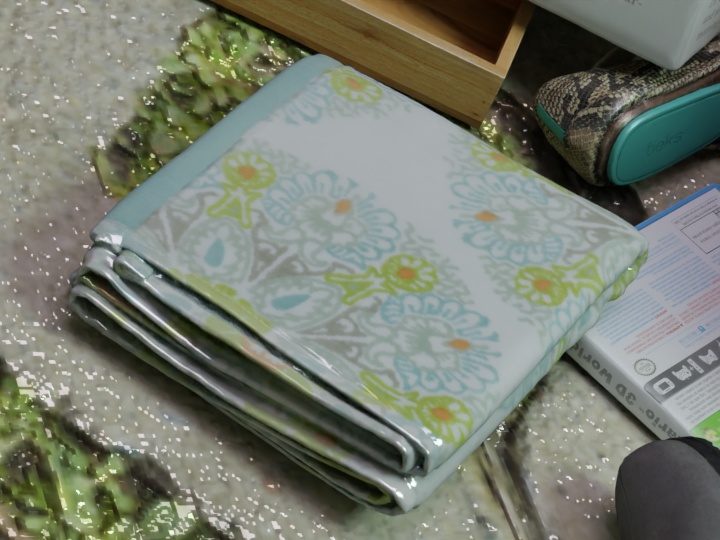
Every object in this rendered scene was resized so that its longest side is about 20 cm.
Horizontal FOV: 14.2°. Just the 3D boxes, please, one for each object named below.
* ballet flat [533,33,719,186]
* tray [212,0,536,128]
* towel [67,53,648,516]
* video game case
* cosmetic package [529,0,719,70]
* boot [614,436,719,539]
[{"bbox_3d":[0.163,-0.088,1.339,0.200,0.068,0.075,-14,42,-34],"label":"ballet flat"},{"bbox_3d":[-0.019,-0.145,1.321,0.200,0.037,0.099,25,40,0],"label":"tray"},{"bbox_3d":[0.000,0.000,1.159,0.171,0.048,0.200,32,43,14],"label":"towel"},{"bbox_3d":[0.182,0.052,1.229,0.200,0.018,0.143,43,42,19],"label":"video game case"},{"bbox_3d":[0.132,-0.231,1.307,0.165,0.200,0.165,28,29,14],"label":"cosmetic package"},{"bbox_3d":[0.088,0.135,1.056,0.131,0.070,0.200,4,40,-17],"label":"boot"}]
